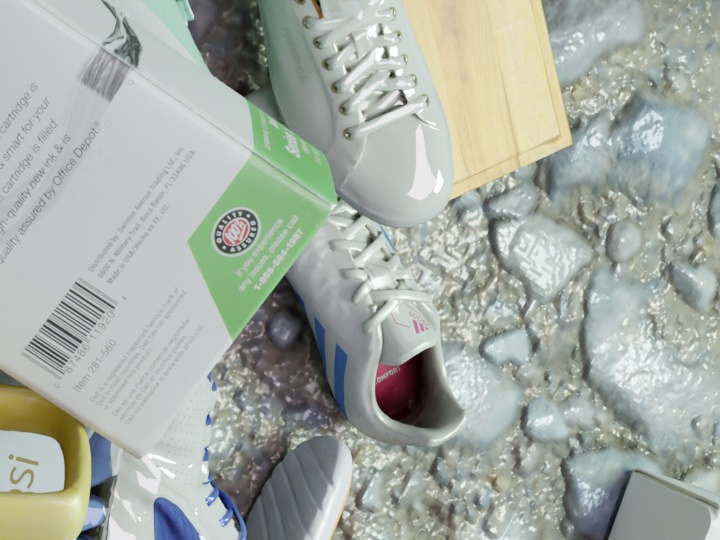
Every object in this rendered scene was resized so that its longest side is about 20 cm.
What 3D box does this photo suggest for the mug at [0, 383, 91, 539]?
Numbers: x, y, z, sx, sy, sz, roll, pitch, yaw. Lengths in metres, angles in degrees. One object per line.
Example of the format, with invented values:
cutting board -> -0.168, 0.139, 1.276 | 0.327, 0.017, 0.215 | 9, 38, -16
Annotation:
mug -> -0.226, 0.086, 1.170 | 0.186, 0.153, 0.150 | 31, 110, -22

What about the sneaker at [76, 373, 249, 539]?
sneaker -> -0.098, 0.096, 1.326 | 0.115, 0.080, 0.200 | 18, 98, -37

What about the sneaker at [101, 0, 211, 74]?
sneaker -> -0.100, -0.145, 1.253 | 0.201, 0.073, 0.118 | 54, 49, -29

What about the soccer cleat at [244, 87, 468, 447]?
soccer cleat -> 0.000, 0.000, 1.353 | 0.070, 0.086, 0.201 | -35, 117, -21

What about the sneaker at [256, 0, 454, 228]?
sneaker -> -0.012, -0.112, 1.286 | 0.073, 0.085, 0.201 | -26, 93, -9

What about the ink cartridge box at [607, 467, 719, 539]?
ink cartridge box -> 0.221, 0.208, 1.539 | 0.199, 0.084, 0.145 | 20, 91, -34

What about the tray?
tray -> 0.039, -0.140, 1.376 | 0.098, 0.037, 0.201 | -25, 112, -25

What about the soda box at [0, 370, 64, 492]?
soda box -> -0.193, 0.133, 1.277 | 0.068, 0.064, 0.201 | 18, 91, -33

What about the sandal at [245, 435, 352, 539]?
sandal -> -0.042, 0.185, 1.373 | 0.059, 0.079, 0.207 | 32, 81, -30

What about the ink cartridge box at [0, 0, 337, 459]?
ink cartridge box -> -0.132, -0.039, 1.178 | 0.200, 0.084, 0.146 | 35, 104, -15
